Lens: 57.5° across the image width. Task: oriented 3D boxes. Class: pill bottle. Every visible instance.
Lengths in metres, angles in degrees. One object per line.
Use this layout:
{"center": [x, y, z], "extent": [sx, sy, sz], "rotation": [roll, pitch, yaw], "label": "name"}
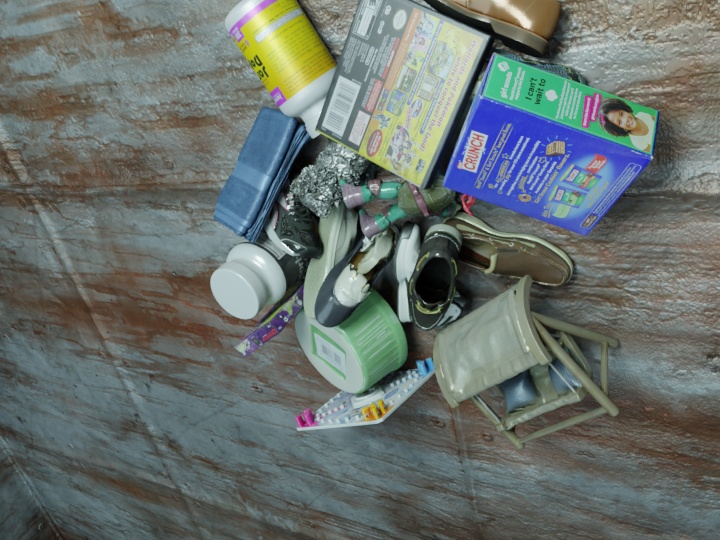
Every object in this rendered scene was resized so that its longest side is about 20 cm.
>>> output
{"center": [-0.151, -0.014, 1.095], "extent": [0.116, 0.200, 0.117], "rotation": [18, 131, 22], "label": "pill bottle"}
{"center": [-0.094, -0.291, 0.925], "extent": [0.104, 0.104, 0.201], "rotation": [-24, 107, 41], "label": "pill bottle"}

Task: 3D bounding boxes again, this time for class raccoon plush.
{"center": [-0.029, -0.171, 0.947], "extent": [0.096, 0.134, 0.201], "rotation": [31, 133, 11], "label": "raccoon plush"}

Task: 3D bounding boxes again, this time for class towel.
{"center": [-0.157, -0.151, 1.024], "extent": [0.111, 0.048, 0.201], "rotation": [32, 98, 44], "label": "towel"}

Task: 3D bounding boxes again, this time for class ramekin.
{"center": [-0.023, 0.116, 1.139], "extent": [0.199, 0.097, 0.201], "rotation": [34, 144, 29], "label": "ramekin"}

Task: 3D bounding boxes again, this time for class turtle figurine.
{"center": [0.080, -0.119, 0.909], "extent": [0.199, 0.101, 0.151], "rotation": [-20, 114, 14], "label": "turtle figurine"}

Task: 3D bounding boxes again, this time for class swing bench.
{"center": [0.237, 0.142, 0.970], "extent": [0.199, 0.130, 0.199], "rotation": [32, 138, -16], "label": "swing bench"}

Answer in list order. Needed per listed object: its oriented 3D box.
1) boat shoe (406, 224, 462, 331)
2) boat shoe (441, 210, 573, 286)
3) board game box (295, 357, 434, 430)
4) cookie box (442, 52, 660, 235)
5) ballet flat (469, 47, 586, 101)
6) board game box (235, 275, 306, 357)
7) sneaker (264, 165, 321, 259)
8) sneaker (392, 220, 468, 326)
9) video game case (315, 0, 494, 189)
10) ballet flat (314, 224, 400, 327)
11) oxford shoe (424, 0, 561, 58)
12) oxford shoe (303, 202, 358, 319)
{"center": [0.102, 0.025, 0.960], "extent": [0.071, 0.061, 0.202], "rotation": [13, 136, 8], "label": "boat shoe"}
{"center": [0.202, -0.016, 0.950], "extent": [0.201, 0.075, 0.075], "rotation": [21, 131, 19], "label": "boat shoe"}
{"center": [0.010, 0.217, 1.162], "extent": [0.199, 0.200, 0.026], "rotation": [-16, 99, 40], "label": "board game box"}
{"center": [0.218, -0.144, 0.785], "extent": [0.198, 0.076, 0.172], "rotation": [19, 151, 1], "label": "cookie box"}
{"center": [0.177, -0.234, 0.815], "extent": [0.198, 0.074, 0.075], "rotation": [14, 128, 25], "label": "ballet flat"}
{"center": [-0.124, 0.059, 1.131], "extent": [0.120, 0.200, 0.032], "rotation": [-29, 105, 43], "label": "board game box"}
{"center": [-0.113, -0.111, 1.045], "extent": [0.086, 0.080, 0.201], "rotation": [-50, 59, 35], "label": "sneaker"}
{"center": [0.117, 0.009, 1.039], "extent": [0.114, 0.076, 0.202], "rotation": [9, 134, 17], "label": "sneaker"}
{"center": [0.049, -0.233, 0.836], "extent": [0.180, 0.025, 0.201], "rotation": [31, 114, 19], "label": "video game case"}
{"center": [0.000, 0.000, 1.007], "extent": [0.073, 0.200, 0.073], "rotation": [32, 158, 15], "label": "ballet flat"}
{"center": [0.145, -0.326, 0.785], "extent": [0.199, 0.071, 0.072], "rotation": [29, 103, 15], "label": "oxford shoe"}
{"center": [-0.045, -0.017, 1.059], "extent": [0.057, 0.202, 0.075], "rotation": [16, 177, -32], "label": "oxford shoe"}
